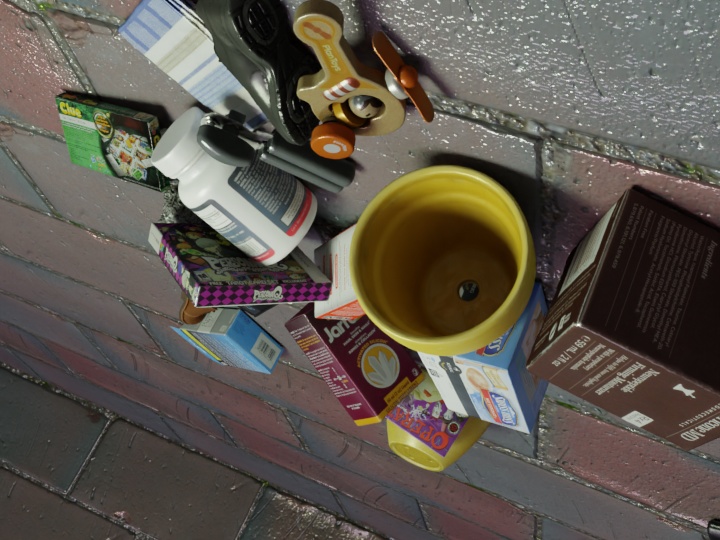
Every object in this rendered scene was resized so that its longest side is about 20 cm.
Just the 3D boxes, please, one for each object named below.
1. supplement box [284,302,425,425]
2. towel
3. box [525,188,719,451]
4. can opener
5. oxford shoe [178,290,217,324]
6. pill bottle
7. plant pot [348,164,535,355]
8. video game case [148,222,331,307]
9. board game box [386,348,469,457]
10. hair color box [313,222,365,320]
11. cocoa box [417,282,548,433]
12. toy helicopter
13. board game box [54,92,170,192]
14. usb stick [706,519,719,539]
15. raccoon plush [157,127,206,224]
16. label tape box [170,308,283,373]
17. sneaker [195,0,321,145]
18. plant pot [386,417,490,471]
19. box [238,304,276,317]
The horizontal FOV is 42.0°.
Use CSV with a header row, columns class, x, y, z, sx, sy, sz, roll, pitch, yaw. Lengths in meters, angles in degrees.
class,x,y,z,sx,sy,sz,roll,pitch,yaw
supplement box,-0.009,0.123,1.442,0.201,0.110,0.085,54,151,-6
towel,-0.174,-0.237,1.074,0.199,0.024,0.146,38,155,-21
box,0.306,0.055,0.966,0.198,0.165,0.166,26,157,3
can opener,-0.102,-0.135,1.116,0.198,0.067,0.053,19,162,-23
oxford shoe,-0.298,0.063,1.771,0.071,0.072,0.200,23,156,-2
pill bottle,-0.162,-0.110,1.199,0.200,0.120,0.119,41,153,-28
plant pot,0.107,0.006,1.077,0.199,0.203,0.189,18,171,21
video game case,-0.165,-0.011,1.277,0.198,0.036,0.181,-1,-151,-33
board game box,0.085,0.197,1.523,0.199,0.121,0.032,33,176,6
hair color box,0.000,0.000,1.256,0.060,0.103,0.200,4,167,-25
cocoa box,0.176,0.107,1.254,0.130,0.134,0.201,14,154,27
toy helicopter,-0.005,-0.190,0.912,0.130,0.080,0.200,-1,155,19
board game box,-0.346,-0.180,1.305,0.198,0.023,0.106,19,130,33
usb stick,0.673,0.453,1.550,0.198,0.033,0.056,5,141,42
raccoon plush,-0.263,-0.126,1.372,0.133,0.096,0.202,22,129,49
label tape box,-0.271,0.136,1.896,0.199,0.067,0.143,5,148,47
sneaker,-0.103,-0.219,0.992,0.090,0.076,0.201,17,147,40
plant pot,0.122,0.257,1.611,0.198,0.143,0.201,23,157,10
box,-0.218,-0.007,1.565,0.199,0.050,0.198,34,157,-15
